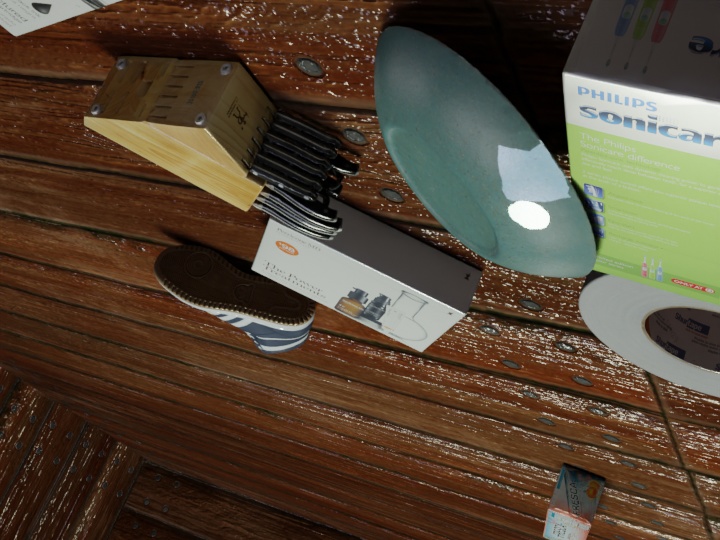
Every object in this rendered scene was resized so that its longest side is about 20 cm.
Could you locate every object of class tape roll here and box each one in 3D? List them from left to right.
[{"bbox_3d":[0.260,0.024,0.715,0.198,0.067,0.201,21,158,9],"label":"tape roll"}]

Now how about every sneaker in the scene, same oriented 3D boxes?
[{"bbox_3d":[-0.148,0.039,1.198,0.198,0.071,0.109,19,157,7],"label":"sneaker"}]

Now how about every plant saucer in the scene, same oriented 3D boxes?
[{"bbox_3d":[0.064,-0.061,0.639,0.201,0.039,0.201,48,172,9],"label":"plant saucer"}]

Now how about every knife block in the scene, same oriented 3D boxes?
[{"bbox_3d":[-0.104,-0.094,0.832,0.198,0.064,0.176,10,155,33],"label":"knife block"}]

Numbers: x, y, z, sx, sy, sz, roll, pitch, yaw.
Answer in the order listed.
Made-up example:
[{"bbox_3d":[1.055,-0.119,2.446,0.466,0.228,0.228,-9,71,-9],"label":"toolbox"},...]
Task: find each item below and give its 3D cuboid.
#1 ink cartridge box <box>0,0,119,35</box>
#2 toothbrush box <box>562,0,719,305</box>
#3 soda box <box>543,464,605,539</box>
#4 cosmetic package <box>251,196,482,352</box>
[{"bbox_3d":[-0.193,-0.226,0.581,0.199,0.085,0.144,1,150,46],"label":"ink cartridge box"},{"bbox_3d":[0.195,-0.063,0.545,0.144,0.087,0.200,17,159,23],"label":"toothbrush box"},{"bbox_3d":[0.303,0.342,1.436,0.063,0.069,0.200,18,158,15],"label":"soda box"},{"bbox_3d":[0.000,0.000,0.969,0.198,0.052,0.151,26,157,-3],"label":"cosmetic package"}]
